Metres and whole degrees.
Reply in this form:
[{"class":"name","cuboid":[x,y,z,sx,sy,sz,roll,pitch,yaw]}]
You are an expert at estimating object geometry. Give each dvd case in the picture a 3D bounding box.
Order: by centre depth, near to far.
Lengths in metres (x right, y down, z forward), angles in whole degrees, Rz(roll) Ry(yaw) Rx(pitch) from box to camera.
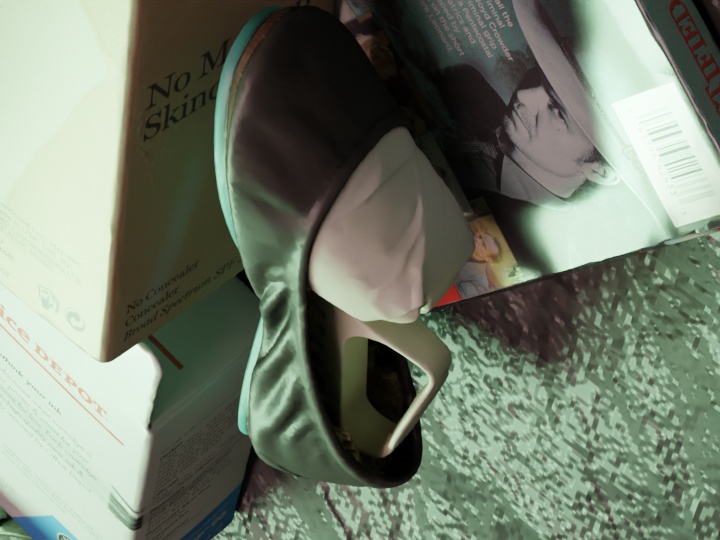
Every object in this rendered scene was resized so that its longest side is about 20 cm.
[{"class":"dvd case","cuboid":[0.023,-0.061,0.762,0.200,0.022,0.146,-18,105,56]}]

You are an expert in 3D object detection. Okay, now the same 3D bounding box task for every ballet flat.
[{"class":"ballet flat","cuboid":[0.000,0.000,0.775,0.068,0.068,0.200,27,149,20]}]

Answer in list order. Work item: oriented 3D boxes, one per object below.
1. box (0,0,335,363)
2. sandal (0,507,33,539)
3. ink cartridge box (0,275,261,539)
[{"class":"box","cuboid":[-0.064,-0.078,0.751,0.078,0.095,0.200,38,144,22]},{"class":"sandal","cuboid":[-0.179,0.088,1.099,0.200,0.054,0.080,-1,118,50]},{"class":"ink cartridge box","cuboid":[-0.095,0.028,0.918,0.116,0.068,0.200,43,151,15]}]
